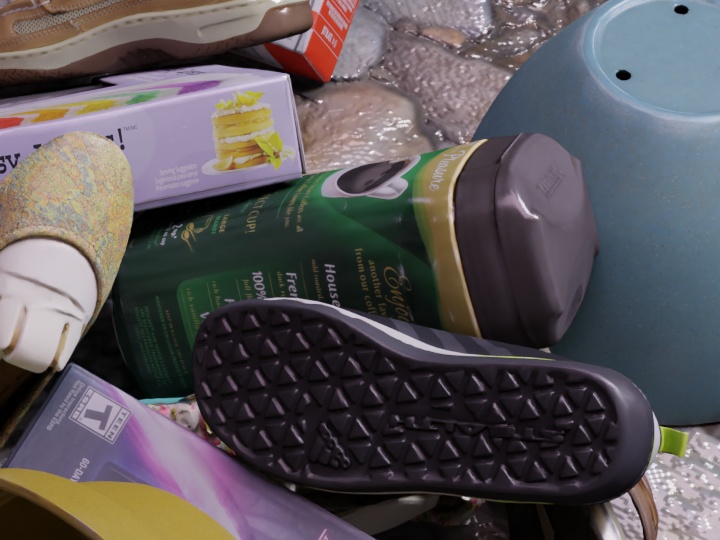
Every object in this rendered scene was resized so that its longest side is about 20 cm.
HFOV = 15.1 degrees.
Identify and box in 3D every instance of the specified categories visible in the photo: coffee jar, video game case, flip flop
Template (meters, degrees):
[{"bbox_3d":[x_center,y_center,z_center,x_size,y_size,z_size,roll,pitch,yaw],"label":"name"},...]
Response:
[{"bbox_3d":[0.000,0.000,1.167,0.199,0.086,0.104,-10,16,20],"label":"coffee jar"},{"bbox_3d":[-0.074,0.142,1.074,0.199,0.019,0.143,28,79,23],"label":"video game case"},{"bbox_3d":[0.093,0.098,1.146,0.057,0.081,0.201,6,37,-19],"label":"flip flop"}]

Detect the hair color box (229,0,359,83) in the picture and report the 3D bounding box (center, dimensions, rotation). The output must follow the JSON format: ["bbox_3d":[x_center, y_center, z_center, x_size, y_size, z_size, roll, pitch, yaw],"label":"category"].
[{"bbox_3d":[-0.037,-0.209,1.369,0.110,0.064,0.201,18,83,14],"label":"hair color box"}]

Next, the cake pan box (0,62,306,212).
[{"bbox_3d":[-0.137,-0.053,1.223,0.183,0.053,0.200,-10,9,-14],"label":"cake pan box"}]

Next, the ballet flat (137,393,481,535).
[{"bbox_3d":[-0.038,0.085,1.145,0.199,0.076,0.064,-6,58,-6],"label":"ballet flat"}]

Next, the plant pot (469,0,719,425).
[{"bbox_3d":[0.139,-0.049,1.245,0.199,0.135,0.201,2,44,-2],"label":"plant pot"}]

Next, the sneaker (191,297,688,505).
[{"bbox_3d":[0.030,0.059,1.090,0.199,0.072,0.083,13,2,17],"label":"sneaker"}]

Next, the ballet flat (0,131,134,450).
[{"bbox_3d":[-0.151,0.036,1.111,0.071,0.200,0.071,34,16,-11],"label":"ballet flat"}]

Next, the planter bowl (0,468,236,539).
[{"bbox_3d":[-0.086,0.141,0.998,0.200,0.201,0.083,31,43,24],"label":"planter bowl"}]

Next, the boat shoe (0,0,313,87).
[{"bbox_3d":[-0.119,-0.135,1.311,0.199,0.077,0.072,-9,8,19],"label":"boat shoe"}]
